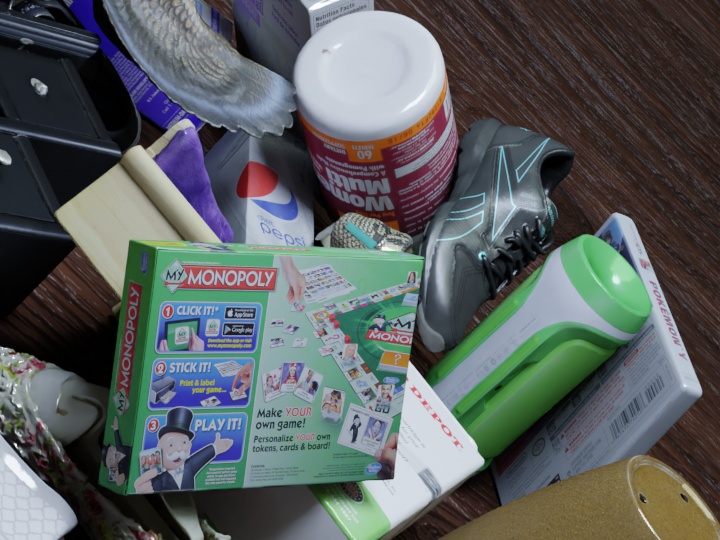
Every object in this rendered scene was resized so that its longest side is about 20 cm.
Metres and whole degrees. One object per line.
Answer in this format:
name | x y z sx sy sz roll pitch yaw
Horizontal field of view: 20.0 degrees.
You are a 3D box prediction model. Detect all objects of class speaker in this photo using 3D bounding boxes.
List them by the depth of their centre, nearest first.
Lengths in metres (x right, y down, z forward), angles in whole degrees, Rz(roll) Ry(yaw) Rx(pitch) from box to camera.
speaker | 0.113 0.066 1.456 0.088 0.200 0.089 35 27 -22

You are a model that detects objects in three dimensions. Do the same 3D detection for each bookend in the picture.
bookend | -0.220 -0.062 1.252 0.198 0.092 0.201 11 44 -52

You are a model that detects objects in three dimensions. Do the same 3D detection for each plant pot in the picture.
plant pot | 0.130 0.212 1.275 0.186 0.200 0.187 35 29 -22

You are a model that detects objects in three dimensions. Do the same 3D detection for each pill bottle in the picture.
pill bottle | 0.018 -0.085 1.478 0.201 0.109 0.110 75 -8 -54

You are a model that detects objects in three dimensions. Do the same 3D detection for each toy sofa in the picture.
toy sofa | -0.106 -0.001 1.228 0.083 0.097 0.200 50 -10 17

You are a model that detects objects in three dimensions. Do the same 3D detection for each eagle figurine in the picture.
eagle figurine | -0.129 -0.178 1.398 0.151 0.150 0.202 -34 111 -51

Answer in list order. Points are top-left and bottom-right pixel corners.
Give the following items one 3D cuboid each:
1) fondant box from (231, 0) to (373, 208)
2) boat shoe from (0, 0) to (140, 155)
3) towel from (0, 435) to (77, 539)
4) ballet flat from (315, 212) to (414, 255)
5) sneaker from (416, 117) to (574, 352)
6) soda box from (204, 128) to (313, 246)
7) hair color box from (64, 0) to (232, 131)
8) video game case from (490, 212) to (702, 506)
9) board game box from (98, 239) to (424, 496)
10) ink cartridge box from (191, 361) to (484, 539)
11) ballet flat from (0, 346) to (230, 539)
fondant box | -0.044 -0.170 1.554 0.058 0.201 0.145 -22 50 -19
boat shoe | -0.223 -0.161 1.402 0.201 0.070 0.066 54 -13 0
towel | -0.254 0.099 1.039 0.200 0.032 0.191 47 25 3
ballet flat | 0.000 0.000 1.450 0.075 0.068 0.200 41 -12 10
sneaker | 0.092 -0.027 1.428 0.076 0.078 0.201 77 28 -52
soda box | -0.076 -0.030 1.457 0.063 0.068 0.201 34 29 -23
hair color box | -0.190 -0.196 1.528 0.199 0.065 0.110 33 29 -24
video game case | 0.159 0.088 1.497 0.023 0.200 0.183 19 36 -29
board game box | -0.051 0.054 1.148 0.199 0.136 0.029 2 8 -43
ink cartridge box | -0.026 0.114 1.306 0.146 0.084 0.200 51 26 9
ballet flat | -0.145 0.107 1.158 0.200 0.064 0.076 48 28 3
